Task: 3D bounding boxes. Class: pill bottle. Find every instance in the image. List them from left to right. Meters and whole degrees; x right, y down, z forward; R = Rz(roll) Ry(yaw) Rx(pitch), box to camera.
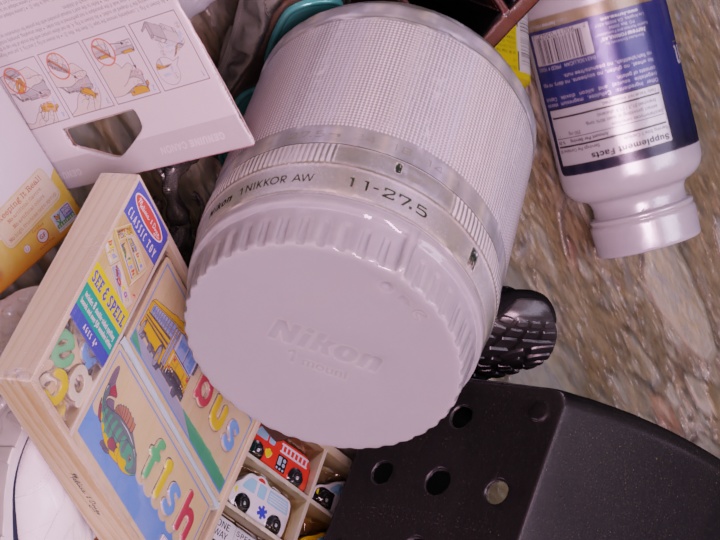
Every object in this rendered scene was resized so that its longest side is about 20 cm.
[{"bbox_3d":[0.195,-0.116,1.409,0.111,0.110,0.202,-21,99,-47],"label":"pill bottle"}]

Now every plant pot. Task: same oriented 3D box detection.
[{"bbox_3d":[0.088,0.164,1.145,0.177,0.198,0.201,43,62,-44],"label":"plant pot"}]

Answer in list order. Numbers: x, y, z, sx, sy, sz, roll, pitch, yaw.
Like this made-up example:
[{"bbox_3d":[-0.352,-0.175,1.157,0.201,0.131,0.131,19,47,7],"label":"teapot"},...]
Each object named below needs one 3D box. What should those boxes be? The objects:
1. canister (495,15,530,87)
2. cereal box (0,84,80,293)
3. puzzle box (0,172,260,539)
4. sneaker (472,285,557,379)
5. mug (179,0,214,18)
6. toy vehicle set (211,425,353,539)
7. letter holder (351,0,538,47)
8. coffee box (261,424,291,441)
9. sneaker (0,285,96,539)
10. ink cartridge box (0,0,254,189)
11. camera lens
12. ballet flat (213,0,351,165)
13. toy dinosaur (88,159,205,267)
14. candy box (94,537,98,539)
[{"bbox_3d":[0.054,-0.228,1.295,0.148,0.086,0.203,4,81,-46],"label":"canister"},{"bbox_3d":[-0.248,-0.065,0.955,0.144,0.039,0.201,-45,117,-30],"label":"cereal box"},{"bbox_3d":[-0.113,0.066,0.968,0.201,0.025,0.134,66,36,-45],"label":"puzzle box"},{"bbox_3d":[0.062,0.025,1.192,0.075,0.200,0.089,7,73,-20],"label":"sneaker"},{"bbox_3d":[-0.125,-0.240,1.049,0.175,0.146,0.202,-44,127,-53],"label":"mug"},{"bbox_3d":[-0.067,0.145,1.139,0.200,0.026,0.125,41,56,-35],"label":"toy vehicle set"},{"bbox_3d":[0.006,-0.214,1.102,0.101,0.200,0.142,-45,123,-7],"label":"letter holder"},{"bbox_3d":[0.000,0.000,1.154,0.080,0.114,0.201,52,42,-24],"label":"coffee box"},{"bbox_3d":[-0.172,0.108,0.959,0.080,0.076,0.202,29,59,-47],"label":"sneaker"},{"bbox_3d":[-0.153,-0.133,0.967,0.045,0.199,0.177,-50,119,-40],"label":"ink cartridge box"},{"bbox_3d":[0.003,-0.029,0.980,0.160,0.159,0.201,50,38,-29],"label":"camera lens"},{"bbox_3d":[-0.052,-0.134,1.105,0.067,0.200,0.064,-10,67,-23],"label":"ballet flat"},{"bbox_3d":[-0.116,-0.014,1.035,0.200,0.047,0.089,-68,160,-60],"label":"toy dinosaur"},{"bbox_3d":[-0.162,0.109,1.018,0.199,0.026,0.103,-34,96,-39],"label":"candy box"}]
